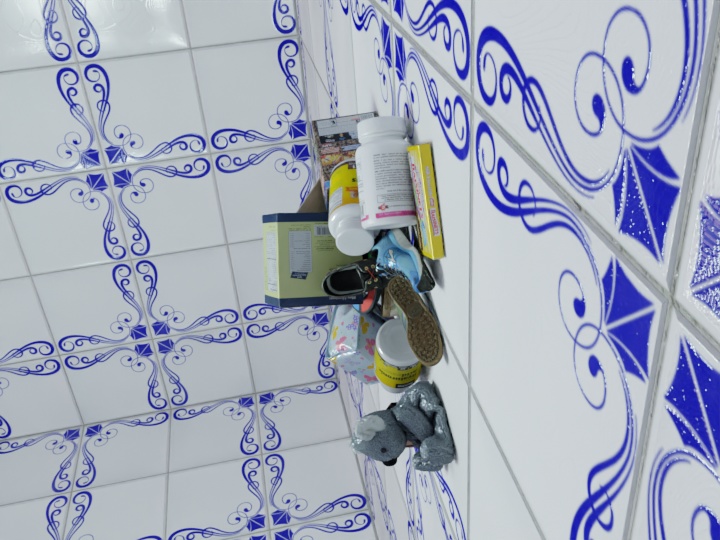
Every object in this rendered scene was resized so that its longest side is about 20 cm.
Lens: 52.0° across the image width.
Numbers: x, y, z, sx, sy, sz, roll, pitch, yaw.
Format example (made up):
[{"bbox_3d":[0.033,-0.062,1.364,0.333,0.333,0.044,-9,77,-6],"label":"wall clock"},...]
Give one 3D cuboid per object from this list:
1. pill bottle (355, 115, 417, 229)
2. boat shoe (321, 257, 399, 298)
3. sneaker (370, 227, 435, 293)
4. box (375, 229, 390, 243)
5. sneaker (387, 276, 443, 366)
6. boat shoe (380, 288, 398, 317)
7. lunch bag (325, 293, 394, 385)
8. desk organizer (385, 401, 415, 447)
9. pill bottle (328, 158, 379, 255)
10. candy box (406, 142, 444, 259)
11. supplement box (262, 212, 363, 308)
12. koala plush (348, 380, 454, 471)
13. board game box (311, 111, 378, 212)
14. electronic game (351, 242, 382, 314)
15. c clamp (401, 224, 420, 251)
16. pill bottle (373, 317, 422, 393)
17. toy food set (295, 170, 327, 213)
[{"bbox_3d":[0.049,-0.185,1.413,0.113,0.112,0.203,162,103,-83],"label":"pill bottle"},{"bbox_3d":[0.016,0.012,1.525,0.063,0.199,0.074,-44,-62,-70],"label":"boat shoe"},{"bbox_3d":[0.077,-0.004,1.424,0.079,0.089,0.200,58,178,-32],"label":"sneaker"},{"bbox_3d":[0.017,-0.065,1.776,0.200,0.036,0.145,158,119,-64],"label":"box"},{"bbox_3d":[0.120,0.108,1.483,0.202,0.067,0.090,66,-172,29],"label":"sneaker"},{"bbox_3d":[0.064,0.010,1.754,0.071,0.064,0.203,166,95,-83],"label":"boat shoe"},{"bbox_3d":[0.016,0.151,1.806,0.169,0.126,0.202,40,-136,-36],"label":"lunch bag"},{"bbox_3d":[0.096,0.358,1.725,0.200,0.071,0.078,14,-110,-81],"label":"desk organizer"},{"bbox_3d":[-0.012,-0.130,1.529,0.110,0.108,0.202,89,180,-49],"label":"pill bottle"},{"bbox_3d":[0.116,-0.125,1.326,0.102,0.026,0.203,-146,47,-78],"label":"candy box"},{"bbox_3d":[-0.107,-0.026,1.638,0.134,0.198,0.203,-173,82,-69],"label":"supplement box"},{"bbox_3d":[0.074,0.336,1.547,0.178,0.197,0.186,97,163,-67],"label":"koala plush"},{"bbox_3d":[-0.020,-0.252,1.713,0.097,0.157,0.202,92,168,-60],"label":"board game box"},{"bbox_3d":[0.000,0.000,1.699,0.200,0.041,0.203,175,90,-66],"label":"electronic game"},{"bbox_3d":[0.093,-0.099,1.534,0.200,0.027,0.173,-154,54,-80],"label":"c clamp"},{"bbox_3d":[0.085,0.198,1.645,0.201,0.110,0.112,92,167,-59],"label":"pill bottle"},{"bbox_3d":[-0.095,-0.123,1.772,0.143,0.201,0.060,44,150,-24],"label":"toy food set"}]
